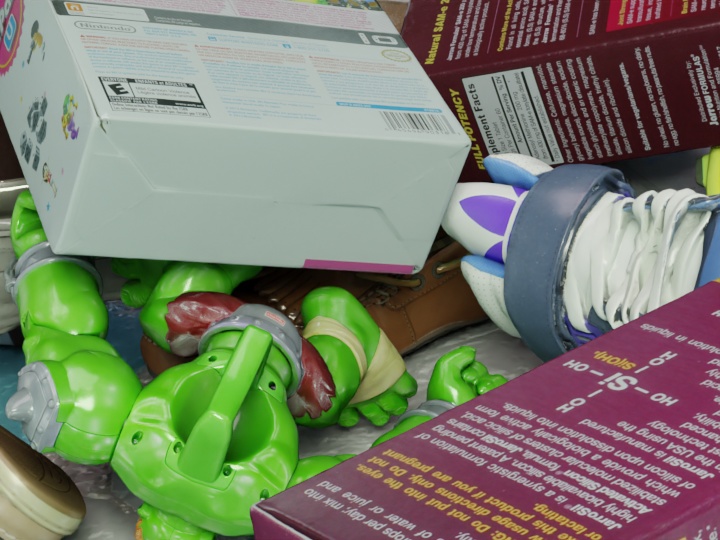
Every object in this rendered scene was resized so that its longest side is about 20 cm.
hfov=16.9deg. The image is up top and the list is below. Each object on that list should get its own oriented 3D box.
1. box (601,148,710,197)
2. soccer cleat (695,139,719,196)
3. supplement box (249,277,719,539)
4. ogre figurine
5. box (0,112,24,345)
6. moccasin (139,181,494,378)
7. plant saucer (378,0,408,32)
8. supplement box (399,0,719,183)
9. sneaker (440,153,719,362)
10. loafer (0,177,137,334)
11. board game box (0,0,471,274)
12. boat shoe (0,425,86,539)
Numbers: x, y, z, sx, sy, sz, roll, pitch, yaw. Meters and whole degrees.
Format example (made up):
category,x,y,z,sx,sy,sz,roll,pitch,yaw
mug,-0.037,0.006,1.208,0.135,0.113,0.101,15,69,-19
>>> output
category,x,y,z,sx,sy,sz,roll,pitch,yaw
box,0.183,-0.050,1.107,0.155,0.041,0.200,-17,25,-19
soccer cleat,0.207,-0.063,0.994,0.083,0.065,0.200,-6,20,42
supplement box,0.083,0.100,0.701,0.199,0.132,0.103,-22,27,-31
ogre figurine,-0.048,0.044,0.884,0.098,0.200,0.120,-42,14,37
box,-0.188,-0.096,1.116,0.163,0.167,0.200,6,41,27
moccasin,0.001,0.001,1.003,0.200,0.078,0.074,-18,28,-21
plant saucer,0.041,-0.110,1.236,0.199,0.032,0.200,7,11,-1
supplement box,0.118,-0.100,0.970,0.199,0.061,0.109,-8,39,20
sneaker,0.091,0.001,0.873,0.146,0.081,0.200,18,-6,10
loafer,-0.111,-0.023,0.979,0.199,0.070,0.070,-15,19,4
board game box,-0.064,-0.083,0.936,0.147,0.065,0.200,4,34,-25
boat shoe,-0.177,0.071,0.928,0.200,0.072,0.065,25,77,46
